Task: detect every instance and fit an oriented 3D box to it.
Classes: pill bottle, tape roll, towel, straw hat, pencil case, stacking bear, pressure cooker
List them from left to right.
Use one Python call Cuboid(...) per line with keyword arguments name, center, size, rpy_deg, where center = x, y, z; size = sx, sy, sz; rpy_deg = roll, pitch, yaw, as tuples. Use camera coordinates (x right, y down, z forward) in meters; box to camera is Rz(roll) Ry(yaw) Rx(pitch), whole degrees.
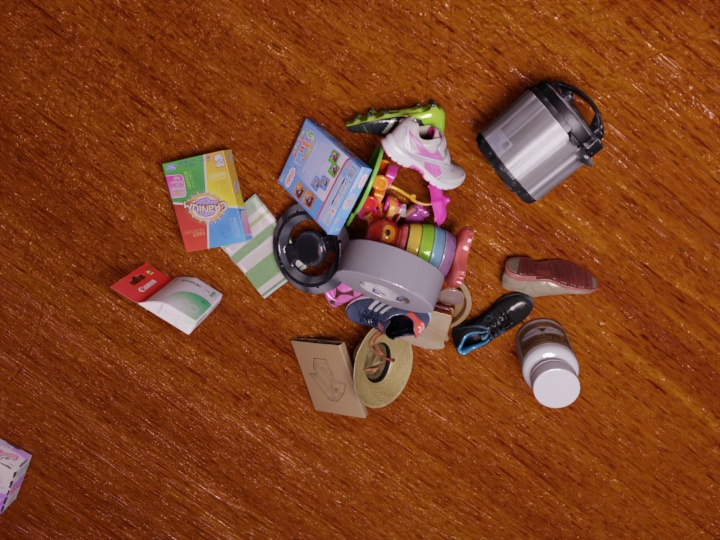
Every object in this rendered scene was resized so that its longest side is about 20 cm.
Cuboid(name="towel", center=(-0.229, -0.052, 1.286), size=(0.152, 0.023, 0.200), rpy_deg=(-35, 100, 19))
Cuboid(name="pencil case", center=(0.000, 0.000, 1.233), size=(0.199, 0.091, 0.094), rpy_deg=(-31, 109, 21))
Cuboid(name="straw hat", center=(0.029, 0.207, 1.305), size=(0.085, 0.200, 0.202), rpy_deg=(13, 120, 46))
Cuboid(name="tape roll", center=(0.055, 0.014, 1.073), size=(0.199, 0.200, 0.067), rpy_deg=(22, 78, 0))
Cuboid(name="stacking bear", center=(0.106, -0.047, 1.117), size=(0.199, 0.114, 0.122), rpy_deg=(15, 81, -5))
Cuboid(name="pressure cooker", center=(0.336, -0.243, 1.032), size=(0.200, 0.179, 0.176), rpy_deg=(-41, 97, 22))
Cuboid(name="pill bottle", center=(0.393, 0.193, 1.181), size=(0.113, 0.200, 0.115), rpy_deg=(3, 111, 8))

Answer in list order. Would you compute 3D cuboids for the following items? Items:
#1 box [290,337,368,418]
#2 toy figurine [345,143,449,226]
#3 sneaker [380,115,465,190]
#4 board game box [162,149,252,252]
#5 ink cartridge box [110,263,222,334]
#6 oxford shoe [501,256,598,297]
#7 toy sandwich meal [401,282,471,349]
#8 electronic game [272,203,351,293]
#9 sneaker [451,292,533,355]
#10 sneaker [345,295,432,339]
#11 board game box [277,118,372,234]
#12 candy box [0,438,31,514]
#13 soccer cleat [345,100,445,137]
Cuboid(name="box", center=(-0.075, 0.255, 1.343), size=(0.163, 0.021, 0.201), rpy_deg=(-1, 113, 40))
Cuboid(name="toy figurine", center=(0.085, -0.135, 1.156), size=(0.183, 0.151, 0.200), rpy_deg=(22, 134, -10))
Cuboid(name="sneaker", center=(0.139, -0.227, 1.090), size=(0.199, 0.082, 0.088), rpy_deg=(21, 124, -33))
Cuboid(name="board game box", center=(-0.335, -0.151, 1.239), size=(0.152, 0.040, 0.201), rpy_deg=(-9, 103, 14))
Cuboid(name="ink cartridge box", center=(-0.434, 0.047, 1.282), size=(0.199, 0.161, 0.050), rpy_deg=(34, 111, -4))
Cuboid(name="oxford shoe", center=(0.398, 0.022, 1.197), size=(0.199, 0.071, 0.075), rpy_deg=(12, 139, 3))
Cuboid(name="toy sandwich meal", center=(0.144, 0.082, 1.226), size=(0.204, 0.070, 0.206), rpy_deg=(8, 131, 10))
Cuboid(name="electronic game", center=(-0.105, -0.048, 1.213), size=(0.199, 0.042, 0.202), rpy_deg=(7, 104, 26))
Cuboid(name="sneaker", center=(0.293, 0.124, 1.235), size=(0.200, 0.082, 0.073), rpy_deg=(-36, 102, 20))
Cuboid(name="sneaker", center=(0.046, 0.104, 1.186), size=(0.199, 0.085, 0.075), rpy_deg=(-1, 124, 30))
Cuboid(name="board game box", center=(-0.078, -0.191, 1.135), size=(0.200, 0.036, 0.152), rpy_deg=(46, 118, 33))
Cuboid(name="candy box", center=(-1.082, 0.590, 1.652), size=(0.167, 0.072, 0.201), rpy_deg=(30, 113, -3))
Cuboid(name="soccer cleat", center=(0.070, -0.284, 1.123), size=(0.198, 0.068, 0.082), rpy_deg=(-5, 118, 10))
